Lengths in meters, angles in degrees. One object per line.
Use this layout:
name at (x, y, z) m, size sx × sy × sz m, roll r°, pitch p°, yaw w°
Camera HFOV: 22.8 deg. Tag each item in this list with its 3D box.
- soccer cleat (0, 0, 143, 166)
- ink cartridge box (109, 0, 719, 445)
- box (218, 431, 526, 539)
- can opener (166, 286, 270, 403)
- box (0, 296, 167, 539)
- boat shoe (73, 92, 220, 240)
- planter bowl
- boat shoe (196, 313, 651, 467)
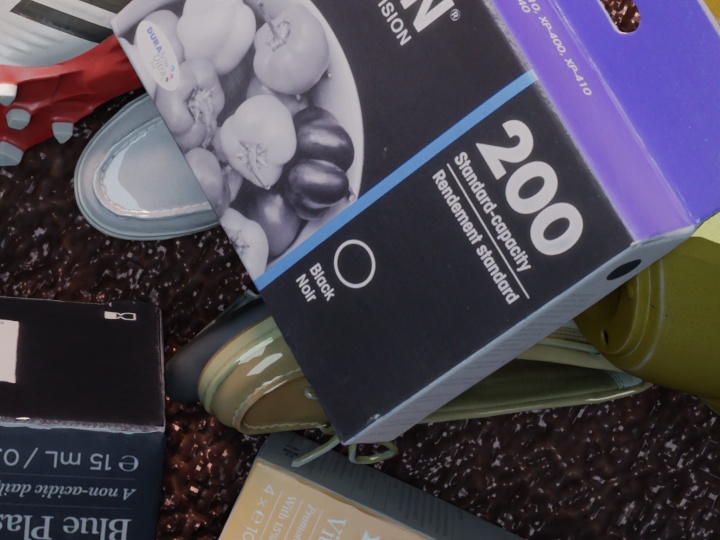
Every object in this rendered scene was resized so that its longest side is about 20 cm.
soccer cleat at (-0.131, -0.107, 0.795) m, size 0.199 × 0.069 × 0.086 m, roll -15°, pitch 56°, yaw 19°
ink cartridge box at (0.026, -0.068, 0.659) m, size 0.200 × 0.043 × 0.199 m, roll -36°, pitch 76°, yaw 25°
box at (0.024, 0.170, 0.779) m, size 0.199 × 0.097 × 0.125 m, roll 24°, pitch 94°, yaw 2°
can opener at (0.000, 0.000, 0.772) m, size 0.200 × 0.066 × 0.053 m, roll -41°, pitch 94°, yaw 18°
box at (-0.185, 0.119, 0.733) m, size 0.195 × 0.118 × 0.201 m, roll 4°, pitch 113°, yaw -10°
boat shoe at (-0.035, -0.063, 0.785) m, size 0.199 × 0.069 × 0.072 m, roll -14°, pitch 92°, yaw 4°
planter bowl at (0.125, -0.019, 0.701) m, size 0.083 × 0.200 × 0.202 m, roll -11°, pitch 92°, yaw -14°
boat shoe at (0.031, 0.039, 0.750) m, size 0.199 × 0.073 × 0.063 m, roll -13°, pitch 63°, yaw -19°
